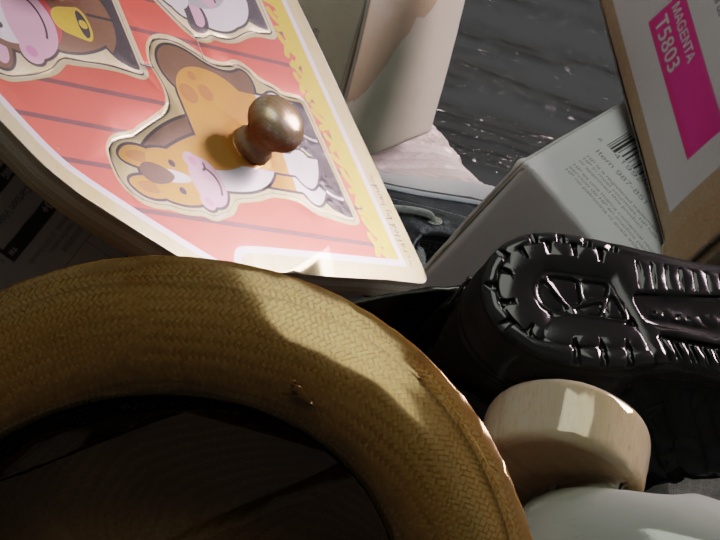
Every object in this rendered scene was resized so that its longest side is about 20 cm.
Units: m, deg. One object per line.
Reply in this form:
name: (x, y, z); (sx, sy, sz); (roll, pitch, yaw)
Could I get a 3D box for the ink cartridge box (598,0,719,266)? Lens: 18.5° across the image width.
ink cartridge box: (0.185, -0.068, 0.883); (0.164, 0.075, 0.201); (19, 44, -32)

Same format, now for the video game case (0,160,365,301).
video game case: (-0.079, 0.059, 0.678); (0.181, 0.024, 0.200); (34, 55, 0)

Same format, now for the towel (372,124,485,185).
towel: (-0.033, -0.043, 0.994); (0.199, 0.035, 0.133); (-1, 34, -30)

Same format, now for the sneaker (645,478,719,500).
sneaker: (0.083, 0.122, 0.738); (0.199, 0.077, 0.084); (-21, 50, -33)

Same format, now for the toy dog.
toy dog: (0.112, 0.109, 0.614); (0.199, 0.097, 0.132); (28, 60, 17)

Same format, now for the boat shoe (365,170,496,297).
boat shoe: (0.000, 0.000, 0.906); (0.199, 0.072, 0.068); (6, 28, -33)

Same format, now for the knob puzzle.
knob puzzle: (-0.070, -0.079, 0.694); (0.219, 0.030, 0.221); (34, 35, -27)

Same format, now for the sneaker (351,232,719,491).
sneaker: (0.077, 0.041, 0.676); (0.198, 0.104, 0.060); (15, 55, -17)

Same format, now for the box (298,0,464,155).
box: (-0.023, -0.097, 0.927); (0.094, 0.078, 0.200); (18, 12, 9)

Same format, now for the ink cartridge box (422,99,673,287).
ink cartridge box: (0.133, 0.007, 0.896); (0.145, 0.084, 0.200); (49, 36, 8)

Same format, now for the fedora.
fedora: (-0.048, 0.092, 0.582); (0.199, 0.202, 0.082); (22, 1, 11)
